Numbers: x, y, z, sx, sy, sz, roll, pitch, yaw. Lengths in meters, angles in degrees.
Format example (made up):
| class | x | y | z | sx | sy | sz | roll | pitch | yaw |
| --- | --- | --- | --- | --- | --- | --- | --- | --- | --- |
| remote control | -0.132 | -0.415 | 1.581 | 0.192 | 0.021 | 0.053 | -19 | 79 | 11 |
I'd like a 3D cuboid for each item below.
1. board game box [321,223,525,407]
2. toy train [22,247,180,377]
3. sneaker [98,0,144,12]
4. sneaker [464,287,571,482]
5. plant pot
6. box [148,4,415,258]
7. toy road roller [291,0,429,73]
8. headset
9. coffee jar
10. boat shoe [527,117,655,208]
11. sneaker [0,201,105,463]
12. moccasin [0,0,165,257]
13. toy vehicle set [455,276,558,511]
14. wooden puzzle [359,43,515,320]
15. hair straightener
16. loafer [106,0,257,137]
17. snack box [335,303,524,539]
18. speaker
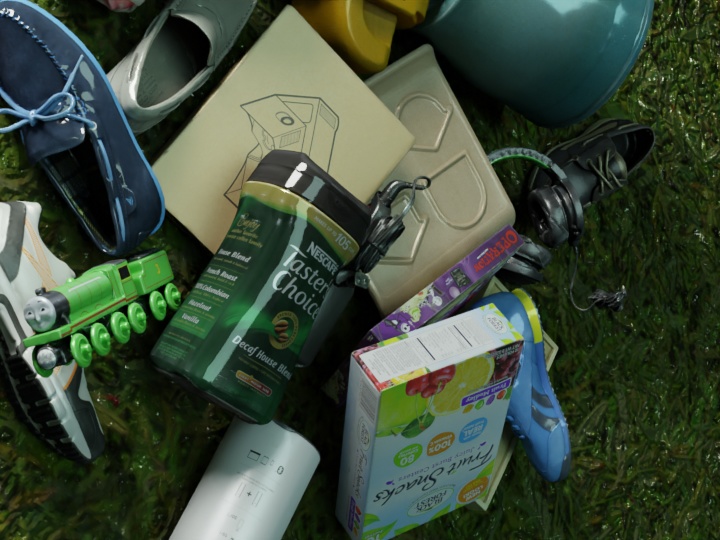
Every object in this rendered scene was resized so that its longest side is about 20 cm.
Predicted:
| class | x | y | z | sx | sy | sz | roll | pitch | yaw |
| --- | --- | --- | --- | --- | --- | --- | --- | --- | --- |
| board game box | 0.058 | 0.040 | 0.981 | 0.199 | 0.120 | 0.032 | -36 | 83 | -36 |
| toy train | -0.180 | 0.024 | 0.768 | 0.200 | 0.041 | 0.057 | -42 | 116 | -74 |
| sneaker | -0.144 | -0.238 | 0.833 | 0.198 | 0.075 | 0.106 | 13 | 81 | -9 |
| sneaker | 0.147 | 0.120 | 1.054 | 0.078 | 0.066 | 0.202 | -21 | 103 | -19 |
| plant pot | 0.144 | -0.261 | 1.042 | 0.187 | 0.199 | 0.202 | 16 | 76 | -31 |
| box | -0.067 | -0.092 | 0.906 | 0.163 | 0.021 | 0.200 | 44 | 75 | -21 |
| toy road roller | -0.027 | -0.256 | 0.938 | 0.199 | 0.122 | 0.148 | 15 | 88 | -39 |
| headset | 0.184 | -0.034 | 1.088 | 0.124 | 0.094 | 0.200 | -46 | 101 | -5 |
| coffee jar | -0.073 | 0.011 | 0.843 | 0.104 | 0.085 | 0.201 | 37 | 75 | -39 |
| boat shoe | 0.257 | -0.117 | 1.191 | 0.200 | 0.073 | 0.075 | -42 | 112 | -34 |
| sneaker | -0.223 | 0.042 | 0.769 | 0.080 | 0.073 | 0.202 | -33 | 107 | -39 |
| moccasin | -0.209 | -0.101 | 0.783 | 0.201 | 0.080 | 0.068 | 56 | 35 | -21 |
| toy vehicle set | 0.120 | 0.121 | 1.082 | 0.124 | 0.026 | 0.201 | 46 | 59 | -28 |
| wooden puzzle | 0.038 | -0.082 | 1.006 | 0.185 | 0.046 | 0.201 | -35 | 106 | -28 |
| hair straightener | 0.000 | 0.000 | 0.916 | 0.041 | 0.077 | 0.200 | 43 | 84 | -29 |
| loafer | -0.135 | -0.183 | 0.866 | 0.070 | 0.069 | 0.201 | 46 | 59 | -27 |
| snack box | 0.055 | 0.136 | 0.923 | 0.141 | 0.053 | 0.201 | -16 | 134 | -26 |
| speaker | -0.108 | 0.216 | 0.844 | 0.081 | 0.081 | 0.201 | 42 | 60 | -29 |
